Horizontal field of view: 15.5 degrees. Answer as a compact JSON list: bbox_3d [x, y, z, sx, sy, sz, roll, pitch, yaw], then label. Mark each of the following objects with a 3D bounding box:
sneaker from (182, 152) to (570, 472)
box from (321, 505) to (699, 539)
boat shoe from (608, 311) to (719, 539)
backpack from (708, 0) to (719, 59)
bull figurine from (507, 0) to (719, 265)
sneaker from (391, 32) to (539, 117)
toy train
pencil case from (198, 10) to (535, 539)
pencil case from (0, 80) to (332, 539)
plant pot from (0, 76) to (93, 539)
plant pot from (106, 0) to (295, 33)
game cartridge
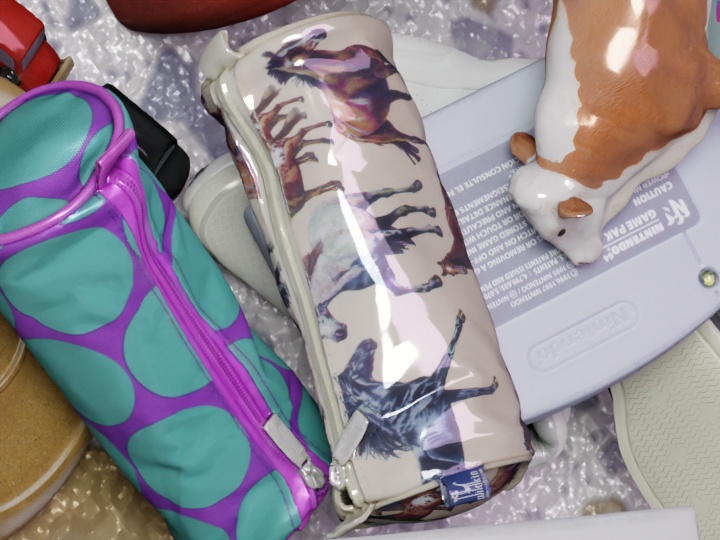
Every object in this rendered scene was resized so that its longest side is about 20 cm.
[{"bbox_3d":[0.014,0.016,1.124,0.200,0.075,0.081,31,30,-16],"label":"sneaker"},{"bbox_3d":[0.006,0.174,1.014,0.198,0.200,0.131,-2,78,-29],"label":"box"},{"bbox_3d":[0.139,0.036,1.156,0.201,0.072,0.068,63,28,-1],"label":"boat shoe"},{"bbox_3d":[0.209,-0.180,1.240,0.153,0.176,0.201,-1,75,-33],"label":"backpack"},{"bbox_3d":[0.118,-0.101,1.052,0.121,0.065,0.201,-1,95,-24],"label":"bull figurine"},{"bbox_3d":[0.060,-0.053,1.195,0.199,0.075,0.089,7,88,-24],"label":"sneaker"},{"bbox_3d":[-0.151,-0.093,1.093,0.200,0.046,0.034,38,61,-15],"label":"toy train"},{"bbox_3d":[0.000,0.000,1.016,0.089,0.078,0.201,-12,80,-49],"label":"pencil case"},{"bbox_3d":[-0.080,0.023,1.019,0.085,0.092,0.200,-57,132,-29],"label":"pencil case"},{"bbox_3d":[-0.158,0.019,1.017,0.200,0.027,0.201,-7,99,-49],"label":"plant pot"},{"bbox_3d":[-0.045,-0.207,1.109,0.199,0.176,0.200,-31,91,-32],"label":"plant pot"},{"bbox_3d":[0.068,-0.010,1.088,0.199,0.041,0.133,-26,81,-11],"label":"game cartridge"}]
